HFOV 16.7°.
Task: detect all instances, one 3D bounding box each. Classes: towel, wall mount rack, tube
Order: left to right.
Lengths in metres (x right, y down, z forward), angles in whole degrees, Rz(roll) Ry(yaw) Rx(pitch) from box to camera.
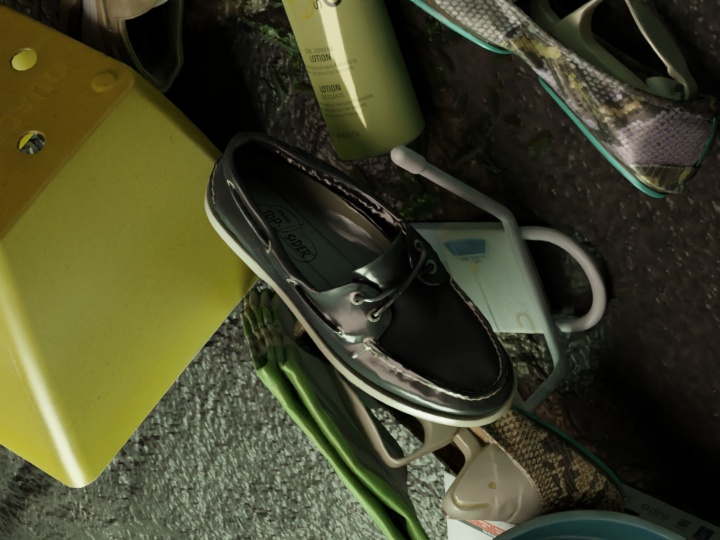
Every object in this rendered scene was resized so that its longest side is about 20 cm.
[{"bbox_3d":[-0.022,-0.157,1.274,0.058,0.052,0.201,-17,109,5],"label":"tube"},{"bbox_3d":[-0.009,0.083,1.346,0.149,0.031,0.200,51,-179,-11],"label":"towel"},{"bbox_3d":[0.029,-0.005,1.326,0.199,0.075,0.175,0,121,45],"label":"wall mount rack"}]

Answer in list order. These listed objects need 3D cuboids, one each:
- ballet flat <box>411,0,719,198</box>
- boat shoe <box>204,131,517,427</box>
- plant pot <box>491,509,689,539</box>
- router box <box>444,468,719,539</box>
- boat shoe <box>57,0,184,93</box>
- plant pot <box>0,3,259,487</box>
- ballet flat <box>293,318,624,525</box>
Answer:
[{"bbox_3d":[0.095,-0.121,1.181,0.200,0.072,0.072,41,142,12],"label":"ballet flat"},{"bbox_3d":[0.001,-0.002,1.238,0.199,0.074,0.066,45,157,16],"label":"boat shoe"},{"bbox_3d":[0.100,0.245,1.304,0.200,0.200,0.188,47,158,3],"label":"plant pot"},{"bbox_3d":[0.143,0.203,1.409,0.199,0.049,0.180,23,136,31],"label":"router box"},{"bbox_3d":[-0.123,-0.176,1.344,0.068,0.075,0.200,35,151,17],"label":"boat shoe"},{"bbox_3d":[-0.193,-0.036,1.386,0.199,0.200,0.177,27,155,28],"label":"plant pot"},{"bbox_3d":[0.044,0.083,1.277,0.200,0.075,0.068,41,144,5],"label":"ballet flat"}]
